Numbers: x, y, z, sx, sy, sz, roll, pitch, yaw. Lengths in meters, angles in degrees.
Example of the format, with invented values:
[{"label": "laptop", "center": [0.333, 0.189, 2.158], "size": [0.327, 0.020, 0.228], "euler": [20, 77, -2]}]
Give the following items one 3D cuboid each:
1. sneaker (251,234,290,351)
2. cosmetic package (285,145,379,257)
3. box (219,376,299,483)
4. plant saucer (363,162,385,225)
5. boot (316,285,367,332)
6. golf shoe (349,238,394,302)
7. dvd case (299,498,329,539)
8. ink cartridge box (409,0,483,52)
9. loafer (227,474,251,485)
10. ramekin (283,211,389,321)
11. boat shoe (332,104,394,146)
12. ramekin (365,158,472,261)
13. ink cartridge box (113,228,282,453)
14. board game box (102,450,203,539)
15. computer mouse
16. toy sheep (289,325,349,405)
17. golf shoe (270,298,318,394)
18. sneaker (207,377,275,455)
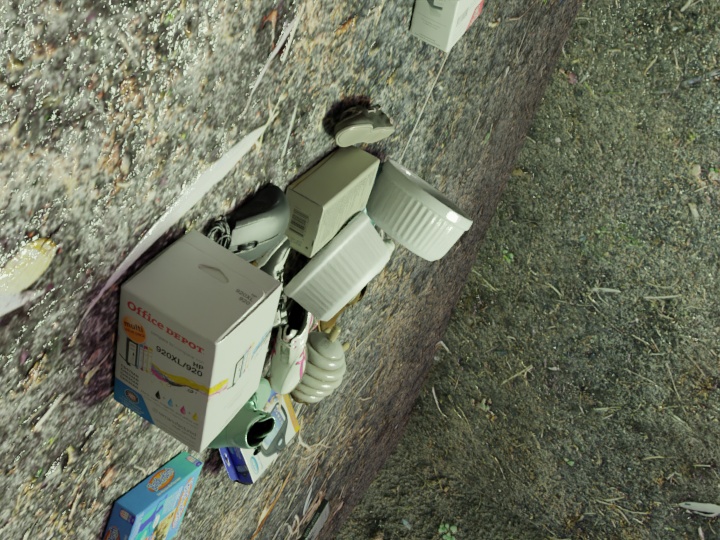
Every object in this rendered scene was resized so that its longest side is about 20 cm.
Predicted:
[{"label": "sneaker", "center": [-0.140, 0.041, 1.440], "size": [0.203, 0.087, 0.076], "euler": [-64, 174, 19]}, {"label": "cosmetic package", "center": [-0.052, -0.119, 1.528], "size": [0.200, 0.072, 0.105], "euler": [-46, 160, -52]}, {"label": "box", "center": [-0.192, 0.304, 1.760], "size": [0.200, 0.041, 0.121], "euler": [-48, 126, -53]}, {"label": "plant saucer", "center": [0.002, -0.124, 1.803], "size": [0.202, 0.035, 0.201], "euler": [-57, 165, -24]}, {"label": "boot", "center": [-0.039, 0.064, 1.929], "size": [0.074, 0.074, 0.203], "euler": [-46, 160, -53]}, {"label": "golf shoe", "center": [0.000, 0.000, 1.805], "size": [0.097, 0.079, 0.199], "euler": [-33, 180, -37]}, {"label": "dvd case", "center": [-0.163, 0.876, 3.135], "size": [0.202, 0.024, 0.151], "euler": [-57, 165, -26]}, {"label": "ink cartridge box", "center": [0.163, -0.500, 1.581], "size": [0.146, 0.084, 0.202], "euler": [-53, 165, -36]}, {"label": "loafer", "center": [-0.210, 0.332, 1.838], "size": [0.070, 0.074, 0.201], "euler": [-17, -151, 38]}, {"label": "ramekin", "center": [-0.035, 0.000, 1.626], "size": [0.202, 0.094, 0.202], "euler": [-44, 180, 0]}, {"label": "boat shoe", "center": [-0.004, -0.244, 1.537], "size": [0.066, 0.058, 0.199], "euler": [-29, 176, 23]}, {"label": "ramekin", "center": [0.101, -0.107, 1.737], "size": [0.106, 0.199, 0.200], "euler": [-54, 168, 11]}, {"label": "ink cartridge box", "center": [-0.208, 0.087, 1.173], "size": [0.145, 0.145, 0.203], "euler": [-47, 159, -47]}, {"label": "board game box", "center": [-0.339, 0.397, 1.493], "size": [0.155, 0.044, 0.200], "euler": [-68, 166, 19]}, {"label": "computer mouse", "center": [-0.152, -0.046, 1.328], "size": [0.200, 0.052, 0.140], "euler": [-49, 160, -46]}, {"label": "toy sheep", "center": [-0.088, 0.185, 1.862], "size": [0.138, 0.136, 0.203], "euler": [-37, 155, -61]}, {"label": "golf shoe", "center": [-0.132, 0.132, 1.727], "size": [0.092, 0.071, 0.204], "euler": [6, 101, -69]}, {"label": "sneaker", "center": [-0.181, 0.254, 1.631], "size": [0.200, 0.116, 0.075], "euler": [-42, 128, -55]}]
